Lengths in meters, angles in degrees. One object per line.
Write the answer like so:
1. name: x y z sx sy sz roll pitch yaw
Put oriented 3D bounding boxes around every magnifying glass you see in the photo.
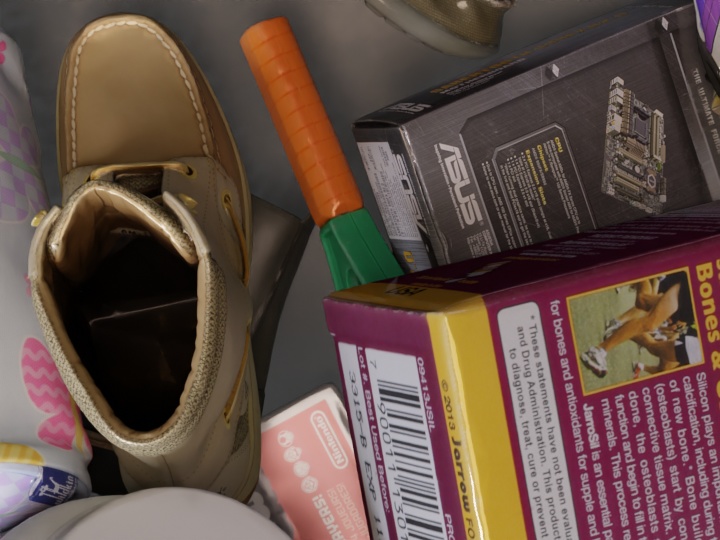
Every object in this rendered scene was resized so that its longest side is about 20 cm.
1. magnifying glass: 0.000 0.000 1.116 0.022 0.080 0.201 -19 83 -16

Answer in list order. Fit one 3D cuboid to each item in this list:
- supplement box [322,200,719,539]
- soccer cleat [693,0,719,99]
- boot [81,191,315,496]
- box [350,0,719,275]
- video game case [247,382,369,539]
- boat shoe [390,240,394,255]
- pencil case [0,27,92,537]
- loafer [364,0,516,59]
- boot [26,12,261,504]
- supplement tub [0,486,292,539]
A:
1. supplement box: 0.103 0.050 1.045 0.199 0.103 0.132 -13 97 -23
2. soccer cleat: 0.155 -0.115 1.078 0.068 0.073 0.201 -35 106 -28
3. boot: -0.121 0.009 1.171 0.199 0.077 0.139 19 84 7
4. box: 0.102 0.009 1.126 0.158 0.048 0.201 -24 102 -22
5. video game case: -0.066 0.153 1.186 0.199 0.017 0.144 -28 88 -1
6. boat shoe: 0.063 0.055 1.166 0.076 0.072 0.201 -10 103 -9
7. pencil case: -0.155 0.004 1.095 0.083 0.091 0.201 -26 61 30
8. loafer: -0.002 -0.167 1.112 0.070 0.075 0.200 -37 98 14
9. boot: -0.081 -0.018 1.059 0.072 0.156 0.201 -8 75 3
10. supplement tub: -0.103 0.161 1.062 0.140 0.200 0.141 11 67 -27
